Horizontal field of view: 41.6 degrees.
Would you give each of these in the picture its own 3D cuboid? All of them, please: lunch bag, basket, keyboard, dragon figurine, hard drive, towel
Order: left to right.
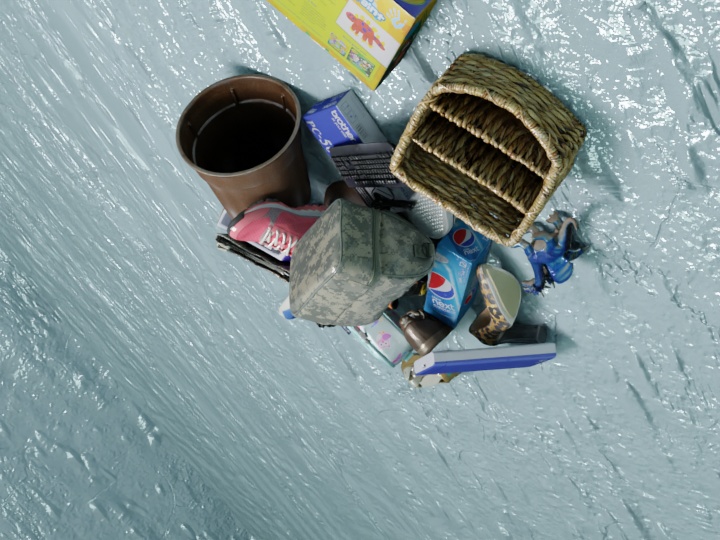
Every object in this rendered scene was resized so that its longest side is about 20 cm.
[{"bbox_3d":[-0.142,-0.013,1.667,0.192,0.035,0.200,28,-170,20],"label":"towel"},{"bbox_3d":[0.000,0.000,1.425,0.167,0.140,0.200,15,147,-22],"label":"lunch bag"},{"bbox_3d":[0.031,0.100,1.683,0.161,0.077,0.200,49,-174,6],"label":"lunch bag"},{"bbox_3d":[0.027,-0.131,1.377,0.127,0.021,0.200,52,162,-21],"label":"keyboard"},{"bbox_3d":[0.198,0.144,1.529,0.199,0.026,0.132,-3,168,-11],"label":"hard drive"},{"bbox_3d":[0.159,-0.155,1.177,0.200,0.149,0.143,36,152,11],"label":"basket"},{"bbox_3d":[0.277,-0.024,1.316,0.099,0.059,0.200,44,153,-7],"label":"dragon figurine"}]

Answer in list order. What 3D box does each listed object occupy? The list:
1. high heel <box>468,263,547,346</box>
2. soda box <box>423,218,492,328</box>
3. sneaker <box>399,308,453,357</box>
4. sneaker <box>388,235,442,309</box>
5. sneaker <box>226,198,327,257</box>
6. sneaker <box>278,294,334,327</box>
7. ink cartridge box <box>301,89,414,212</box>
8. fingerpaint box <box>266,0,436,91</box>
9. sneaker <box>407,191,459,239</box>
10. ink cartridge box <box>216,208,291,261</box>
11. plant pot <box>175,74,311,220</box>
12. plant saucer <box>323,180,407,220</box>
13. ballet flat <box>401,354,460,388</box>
[{"bbox_3d":[0.195,0.057,1.515,0.142,0.072,0.200,-1,141,43],"label":"high heel"},{"bbox_3d":[0.153,0.006,1.503,0.064,0.068,0.200,31,151,16],"label":"soda box"},{"bbox_3d":[0.114,0.091,1.610,0.076,0.070,0.200,47,-171,5],"label":"sneaker"},{"bbox_3d":[0.089,-0.008,1.523,0.090,0.070,0.200,47,131,-6],"label":"sneaker"},{"bbox_3d":[-0.114,-0.059,1.501,0.074,0.199,0.087,-50,56,40],"label":"sneaker"},{"bbox_3d":[-0.092,0.080,1.903,0.111,0.077,0.200,48,146,6],"label":"sneaker"},{"bbox_3d":[0.005,-0.175,1.450,0.094,0.044,0.200,-8,126,53],"label":"ink cartridge box"},{"bbox_3d":[-0.015,-0.351,1.189,0.200,0.073,0.167,40,153,1],"label":"fingerpaint box"},{"bbox_3d":[0.120,-0.118,1.360,0.078,0.079,0.200,36,159,12],"label":"sneaker"},{"bbox_3d":[-0.121,-0.049,1.673,0.199,0.044,0.198,27,-170,22],"label":"ink cartridge box"},{"bbox_3d":[-0.172,-0.173,1.532,0.200,0.201,0.199,26,156,25],"label":"plant pot"},{"bbox_3d":[0.010,-0.065,1.615,0.200,0.037,0.201,29,150,19],"label":"plant saucer"},{"bbox_3d":[0.122,0.195,1.821,0.069,0.063,0.200,46,152,-9],"label":"ballet flat"}]
